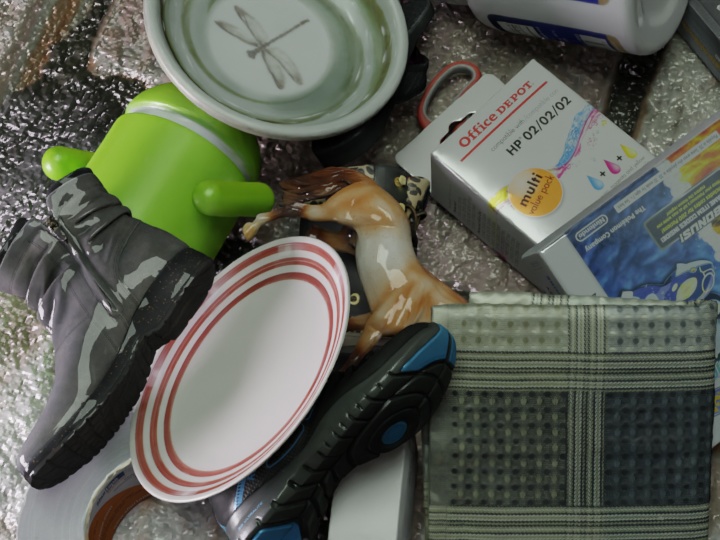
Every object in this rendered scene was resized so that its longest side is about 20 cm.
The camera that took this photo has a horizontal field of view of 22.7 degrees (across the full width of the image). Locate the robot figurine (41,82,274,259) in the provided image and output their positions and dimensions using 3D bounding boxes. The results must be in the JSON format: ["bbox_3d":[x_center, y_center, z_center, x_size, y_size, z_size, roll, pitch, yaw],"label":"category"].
[{"bbox_3d":[-0.149,-0.053,1.332,0.175,0.116,0.200,12,61,36],"label":"robot figurine"}]

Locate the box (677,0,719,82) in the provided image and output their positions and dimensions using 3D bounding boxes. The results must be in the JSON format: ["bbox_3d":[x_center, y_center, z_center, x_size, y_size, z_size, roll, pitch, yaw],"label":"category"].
[{"bbox_3d":[0.353,-0.220,1.408,0.199,0.048,0.159,-29,61,-9],"label":"box"}]

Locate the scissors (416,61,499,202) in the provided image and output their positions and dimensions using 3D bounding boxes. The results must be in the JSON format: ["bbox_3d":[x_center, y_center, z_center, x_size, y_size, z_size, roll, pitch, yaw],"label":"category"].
[{"bbox_3d":[0.048,-0.077,1.384,0.073,0.014,0.200,32,71,12],"label":"scissors"}]

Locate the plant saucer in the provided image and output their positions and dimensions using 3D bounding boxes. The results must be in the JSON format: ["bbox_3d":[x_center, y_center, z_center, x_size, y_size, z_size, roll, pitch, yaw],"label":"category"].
[{"bbox_3d":[-0.065,-0.173,1.330,0.199,0.050,0.201,8,61,-14],"label":"plant saucer"}]

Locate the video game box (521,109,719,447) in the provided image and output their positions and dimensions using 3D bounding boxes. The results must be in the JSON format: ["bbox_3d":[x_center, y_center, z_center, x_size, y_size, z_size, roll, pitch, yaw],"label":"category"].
[{"bbox_3d":[0.242,0.008,1.253,0.200,0.047,0.183,-36,95,-13],"label":"video game box"}]

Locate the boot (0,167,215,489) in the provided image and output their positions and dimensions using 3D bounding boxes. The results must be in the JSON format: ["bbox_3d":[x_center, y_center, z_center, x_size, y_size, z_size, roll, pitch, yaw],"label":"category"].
[{"bbox_3d":[-0.203,0.039,1.225,0.131,0.070,0.200,32,74,12],"label":"boot"}]

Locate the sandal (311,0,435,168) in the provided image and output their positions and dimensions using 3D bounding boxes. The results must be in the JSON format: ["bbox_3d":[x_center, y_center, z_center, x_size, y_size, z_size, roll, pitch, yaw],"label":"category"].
[{"bbox_3d":[0.015,-0.139,1.391,0.075,0.048,0.201,-17,33,36],"label":"sandal"}]

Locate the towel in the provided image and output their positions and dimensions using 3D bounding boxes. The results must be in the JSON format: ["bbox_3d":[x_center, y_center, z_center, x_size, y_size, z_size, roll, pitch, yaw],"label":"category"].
[{"bbox_3d":[0.137,0.112,1.200,0.199,0.035,0.194,1,96,-4],"label":"towel"}]

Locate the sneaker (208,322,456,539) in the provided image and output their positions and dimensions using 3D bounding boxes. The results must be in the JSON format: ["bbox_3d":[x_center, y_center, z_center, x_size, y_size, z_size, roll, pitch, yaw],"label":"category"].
[{"bbox_3d":[-0.025,0.097,1.163,0.200,0.073,0.082,-44,52,6],"label":"sneaker"}]

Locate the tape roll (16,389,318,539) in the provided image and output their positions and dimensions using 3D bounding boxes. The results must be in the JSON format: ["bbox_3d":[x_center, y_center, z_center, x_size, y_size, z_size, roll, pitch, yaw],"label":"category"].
[{"bbox_3d":[-0.130,0.184,1.229,0.199,0.066,0.201,-2,60,4],"label":"tape roll"}]

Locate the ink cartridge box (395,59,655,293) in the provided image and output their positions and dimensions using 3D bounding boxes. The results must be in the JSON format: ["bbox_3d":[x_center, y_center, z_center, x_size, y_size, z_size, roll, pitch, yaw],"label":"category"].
[{"bbox_3d":[0.131,-0.072,1.333,0.200,0.068,0.115,41,72,19],"label":"ink cartridge box"}]

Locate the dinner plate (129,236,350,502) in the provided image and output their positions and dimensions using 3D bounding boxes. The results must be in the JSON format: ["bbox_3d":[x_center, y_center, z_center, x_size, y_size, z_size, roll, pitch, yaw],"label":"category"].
[{"bbox_3d":[-0.076,0.067,1.187,0.200,0.024,0.201,-31,39,30],"label":"dinner plate"}]

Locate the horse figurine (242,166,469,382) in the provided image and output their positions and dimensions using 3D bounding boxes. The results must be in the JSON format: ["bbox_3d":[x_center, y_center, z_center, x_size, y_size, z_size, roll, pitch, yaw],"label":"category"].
[{"bbox_3d":[0.000,0.000,1.245,0.132,0.050,0.201,-25,65,5],"label":"horse figurine"}]

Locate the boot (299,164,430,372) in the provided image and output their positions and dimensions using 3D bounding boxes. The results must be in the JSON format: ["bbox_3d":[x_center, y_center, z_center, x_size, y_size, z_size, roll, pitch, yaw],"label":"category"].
[{"bbox_3d":[0.036,0.002,1.304,0.199,0.073,0.151,-1,66,13],"label":"boot"}]

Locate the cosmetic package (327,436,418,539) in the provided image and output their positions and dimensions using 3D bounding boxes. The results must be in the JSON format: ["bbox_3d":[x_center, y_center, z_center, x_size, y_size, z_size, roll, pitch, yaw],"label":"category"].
[{"bbox_3d":[0.006,0.193,1.201,0.050,0.083,0.201,4,62,6],"label":"cosmetic package"}]

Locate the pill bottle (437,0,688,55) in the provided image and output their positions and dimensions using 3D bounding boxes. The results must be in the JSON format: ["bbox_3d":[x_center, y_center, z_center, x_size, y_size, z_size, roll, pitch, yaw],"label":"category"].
[{"bbox_3d":[0.145,-0.240,1.388,0.199,0.120,0.120,16,63,32],"label":"pill bottle"}]
